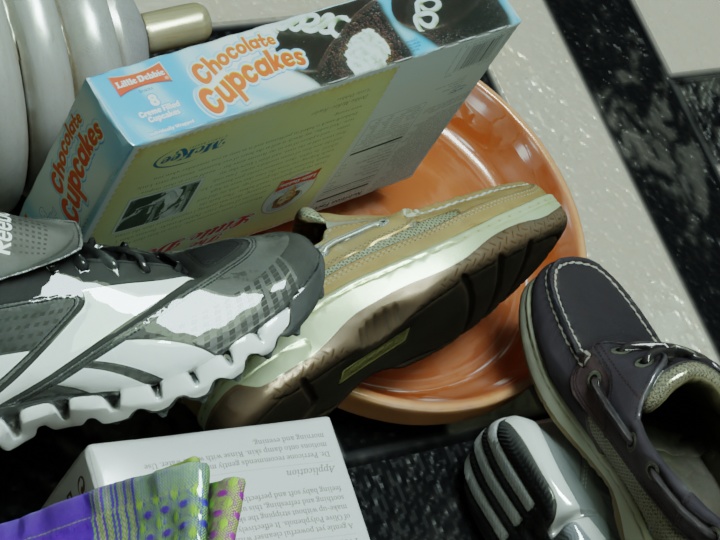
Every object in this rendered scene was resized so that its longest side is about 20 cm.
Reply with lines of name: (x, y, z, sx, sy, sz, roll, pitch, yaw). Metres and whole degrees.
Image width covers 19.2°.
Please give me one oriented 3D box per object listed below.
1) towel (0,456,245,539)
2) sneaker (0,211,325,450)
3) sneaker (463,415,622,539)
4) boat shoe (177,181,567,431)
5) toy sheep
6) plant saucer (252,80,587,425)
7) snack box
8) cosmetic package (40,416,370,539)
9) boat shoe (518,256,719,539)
towel: (-0.129, 0.142, 0.695, 0.023, 0.200, 0.144, 43, 42, -39)
sneaker: (-0.110, 0.013, 0.776, 0.200, 0.066, 0.091, -20, 114, -11)
sneaker: (0.136, 0.140, 0.903, 0.115, 0.075, 0.200, -12, 66, -36)
boat shoe: (0.000, 0.000, 0.885, 0.200, 0.072, 0.076, -27, 64, -37)
toy sheep: (-0.154, -0.086, 0.852, 0.200, 0.138, 0.138, -12, 66, -16)
plant saucer: (0.008, -0.020, 0.962, 0.200, 0.032, 0.200, 14, 54, -20)
snack box: (-0.038, -0.056, 0.865, 0.200, 0.116, 0.037, -21, 69, -36)
cosmetic package: (-0.041, 0.163, 0.784, 0.108, 0.085, 0.200, -3, 63, -29)
boat shoe: (0.126, 0.062, 0.879, 0.072, 0.065, 0.200, 6, 43, -27)
